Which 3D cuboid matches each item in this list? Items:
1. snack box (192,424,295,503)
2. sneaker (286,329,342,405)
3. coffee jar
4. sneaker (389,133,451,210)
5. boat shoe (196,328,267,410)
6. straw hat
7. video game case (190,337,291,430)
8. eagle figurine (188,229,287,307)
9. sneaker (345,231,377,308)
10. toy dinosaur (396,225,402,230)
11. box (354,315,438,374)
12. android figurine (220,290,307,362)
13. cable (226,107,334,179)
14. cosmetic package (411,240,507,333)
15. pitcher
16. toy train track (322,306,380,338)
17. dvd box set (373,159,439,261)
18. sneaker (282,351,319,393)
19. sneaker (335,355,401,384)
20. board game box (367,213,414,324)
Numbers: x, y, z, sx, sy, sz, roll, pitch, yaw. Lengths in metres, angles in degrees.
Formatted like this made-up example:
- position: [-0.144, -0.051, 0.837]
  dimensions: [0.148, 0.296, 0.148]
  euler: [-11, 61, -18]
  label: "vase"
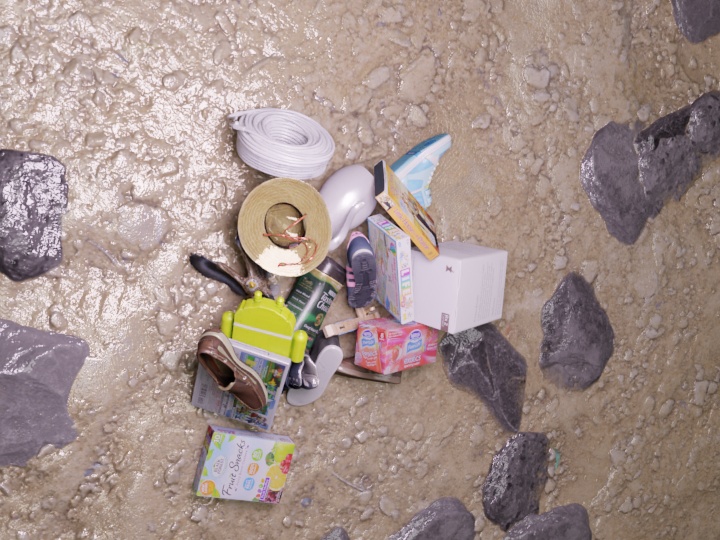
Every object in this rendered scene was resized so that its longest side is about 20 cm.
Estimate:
- position: [-0.257, 0.433, 1.509]
  dimensions: [0.197, 0.053, 0.145]
  euler: [16, 90, -27]
  label: "snack box"
- position: [-0.102, 0.217, 1.544]
  dimensions: [0.070, 0.100, 0.201]
  euler: [28, 117, -17]
  label: "sneaker"
- position: [-0.109, 0.064, 1.494]
  dimensions: [0.203, 0.084, 0.104]
  euler: [-63, 148, -4]
  label: "coffee jar"
- position: [0.151, -0.220, 1.591]
  dimensions: [0.199, 0.079, 0.132]
  euler: [-36, 110, -6]
  label: "sneaker"
- position: [-0.258, 0.213, 1.337]
  dimensions: [0.074, 0.075, 0.204]
  euler: [-25, 115, 23]
  label: "boat shoe"
- position: [-0.155, -0.094, 1.379]
  dimensions: [0.196, 0.085, 0.205]
  euler: [-3, 107, -10]
  label: "straw hat"
- position: [-0.250, 0.232, 1.406]
  dimensions: [0.179, 0.022, 0.203]
  euler: [18, 123, -2]
  label: "video game case"
- position: [-0.237, 0.011, 1.408]
  dimensions: [0.151, 0.150, 0.202]
  euler: [-37, 97, -40]
  label: "eagle figurine"
- position: [0.000, 0.000, 1.494]
  dimensions: [0.069, 0.083, 0.202]
  euler: [-6, 141, -11]
  label: "sneaker"
- position: [0.056, -0.044, 1.585]
  dimensions: [0.198, 0.077, 0.104]
  euler: [-31, 99, -12]
  label: "toy dinosaur"
- position: [0.086, 0.163, 1.553]
  dimensions: [0.198, 0.093, 0.105]
  euler: [-3, 101, -49]
  label: "box"
- position: [-0.196, 0.131, 1.367]
  dimensions: [0.178, 0.041, 0.203]
  euler: [13, 122, 1]
  label: "android figurine"
- position: [-0.153, -0.256, 1.372]
  dimensions: [0.199, 0.199, 0.070]
  euler: [-29, 150, -48]
  label: "cable"
- position: [0.216, 0.032, 1.576]
  dimensions: [0.198, 0.163, 0.169]
  euler: [-9, 107, -45]
  label: "cosmetic package"
- position: [-0.039, -0.127, 1.458]
  dimensions: [0.200, 0.171, 0.122]
  euler: [-46, 123, -11]
  label: "pitcher"
- position: [-0.009, 0.118, 1.539]
  dimensions: [0.198, 0.032, 0.117]
  euler: [-10, 75, -51]
  label: "toy train track"
- position: [0.100, -0.132, 1.479]
  dimensions: [0.029, 0.147, 0.200]
  euler: [-33, 118, 21]
  label: "dvd box set"
- position: [-0.171, 0.258, 1.466]
  dimensions: [0.076, 0.144, 0.206]
  euler: [17, 92, -56]
  label: "sneaker"
- position: [0.013, 0.219, 1.609]
  dimensions: [0.197, 0.070, 0.077]
  euler: [16, 75, -32]
  label: "sneaker"
- position: [0.066, -0.004, 1.472]
  dimensions: [0.034, 0.134, 0.204]
  euler: [-17, 122, -20]
  label: "board game box"
